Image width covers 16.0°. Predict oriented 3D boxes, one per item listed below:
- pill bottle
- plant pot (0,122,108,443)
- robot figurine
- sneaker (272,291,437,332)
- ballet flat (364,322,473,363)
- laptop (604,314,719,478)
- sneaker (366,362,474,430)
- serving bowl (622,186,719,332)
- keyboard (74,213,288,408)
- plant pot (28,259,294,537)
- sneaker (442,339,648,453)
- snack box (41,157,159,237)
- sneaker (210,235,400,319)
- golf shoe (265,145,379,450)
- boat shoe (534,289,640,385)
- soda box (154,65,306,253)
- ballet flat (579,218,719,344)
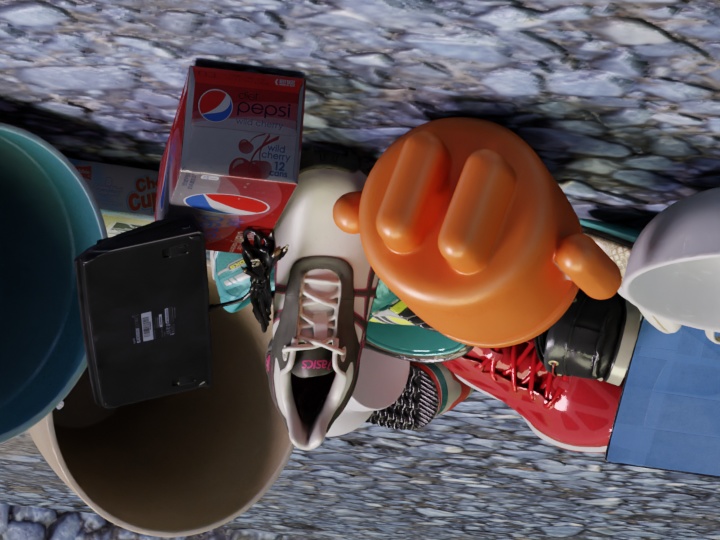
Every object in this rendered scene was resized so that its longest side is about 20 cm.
[{"bbox_3d":[-0.058,0.075,1.987,0.112,0.113,0.200,17,164,-42],"label":"pill bottle"},{"bbox_3d":[-0.289,-0.002,1.586,0.200,0.200,0.188,16,178,-39],"label":"plant pot"},{"bbox_3d":[0.066,-0.021,1.495,0.144,0.117,0.200,-21,161,10],"label":"robot figurine"},{"bbox_3d":[0.036,0.002,1.753,0.200,0.076,0.076,6,-171,9],"label":"sneaker"},{"bbox_3d":[0.004,0.024,1.860,0.200,0.068,0.068,11,-179,23],"label":"ballet flat"},{"bbox_3d":[0.296,0.076,1.808,0.187,0.116,0.200,8,165,-13],"label":"laptop"},{"bbox_3d":[0.011,0.079,2.070,0.200,0.070,0.093,11,-160,41],"label":"sneaker"},{"bbox_3d":[0.260,-0.012,1.548,0.200,0.066,0.200,4,165,1],"label":"serving bowl"},{"bbox_3d":[-0.106,0.022,1.545,0.127,0.021,0.200,-12,152,-9],"label":"keyboard"},{"bbox_3d":[-0.165,0.078,1.784,0.187,0.188,0.200,12,178,-27],"label":"plant pot"},{"bbox_3d":[0.111,0.074,1.902,0.200,0.078,0.115,19,175,41],"label":"sneaker"},{"bbox_3d":[-0.173,-0.032,1.723,0.116,0.037,0.200,7,168,-16],"label":"snack box"},{"bbox_3d":[0.000,0.000,1.679,0.200,0.080,0.078,4,-179,12],"label":"sneaker"},{"bbox_3d":[-0.020,0.018,1.590,0.077,0.088,0.200,2,127,-1],"label":"golf shoe"},{"bbox_3d":[0.157,0.040,1.796,0.063,0.074,0.201,15,-176,3],"label":"boat shoe"},{"bbox_3d":[-0.078,-0.061,1.491,0.070,0.064,0.200,6,168,-8],"label":"soda box"},{"bbox_3d":[0.225,0.014,1.669,0.200,0.065,0.071,11,-168,-15],"label":"ballet flat"}]
